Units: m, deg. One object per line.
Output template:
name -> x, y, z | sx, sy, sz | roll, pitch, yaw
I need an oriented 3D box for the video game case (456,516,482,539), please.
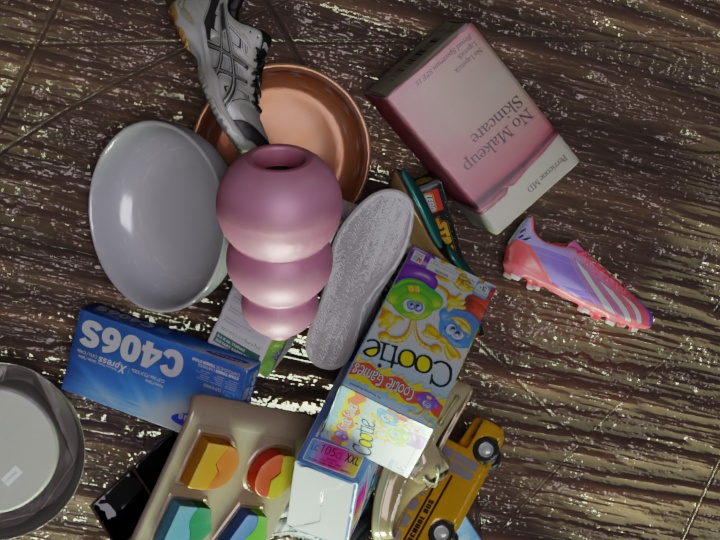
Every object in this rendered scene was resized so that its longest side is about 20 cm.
video game case -> 0.096, 0.409, 1.828 | 0.181, 0.045, 0.200 | -35, 105, -5

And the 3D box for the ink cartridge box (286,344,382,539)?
ink cartridge box -> -0.005, 0.178, 1.681 | 0.076, 0.200, 0.137 | 19, 141, 8

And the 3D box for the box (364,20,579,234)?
box -> 0.121, -0.158, 1.694 | 0.128, 0.109, 0.200 | -42, 105, -3

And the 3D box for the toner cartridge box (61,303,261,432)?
toner cartridge box -> -0.215, 0.112, 1.661 | 0.200, 0.043, 0.095 | 18, 104, 12

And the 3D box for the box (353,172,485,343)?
box -> 0.049, 0.007, 1.726 | 0.137, 0.040, 0.200 | -21, 116, -8

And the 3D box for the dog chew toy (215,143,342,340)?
dog chew toy -> -0.080, -0.021, 1.531 | 0.124, 0.125, 0.200 | -5, 119, -11

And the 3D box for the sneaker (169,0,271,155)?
sneaker -> -0.127, -0.212, 1.612 | 0.087, 0.076, 0.200 | -24, 78, 0

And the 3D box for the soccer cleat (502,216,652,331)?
soccer cleat -> 0.257, 0.008, 1.779 | 0.200, 0.067, 0.077 | 24, 90, -12

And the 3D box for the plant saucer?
plant saucer -> -0.089, -0.128, 1.693 | 0.200, 0.037, 0.201 | -2, 100, -12

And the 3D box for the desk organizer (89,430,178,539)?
desk organizer -> -0.203, 0.233, 1.719 | 0.200, 0.072, 0.077 | -42, 103, -2

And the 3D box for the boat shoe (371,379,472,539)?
boat shoe -> 0.067, 0.209, 1.715 | 0.065, 0.072, 0.200 | 19, 73, 13

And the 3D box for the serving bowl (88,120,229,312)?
serving bowl -> -0.195, -0.059, 1.628 | 0.066, 0.200, 0.201 | -12, 107, -51

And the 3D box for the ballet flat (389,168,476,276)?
ballet flat -> 0.070, -0.019, 1.666 | 0.063, 0.069, 0.200 | -30, 116, 12

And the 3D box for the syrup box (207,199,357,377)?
syrup box -> -0.084, 0.004, 1.651 | 0.079, 0.081, 0.200 | 29, 119, 5

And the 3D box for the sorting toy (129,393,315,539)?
sorting toy -> -0.140, 0.237, 1.628 | 0.185, 0.036, 0.200 | 16, 98, -45

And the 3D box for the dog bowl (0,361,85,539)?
dog bowl -> -0.399, 0.189, 1.675 | 0.199, 0.059, 0.201 | -2, 101, -11

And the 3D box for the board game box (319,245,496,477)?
board game box -> 0.051, 0.093, 1.604 | 0.103, 0.105, 0.200 | 26, 52, 3

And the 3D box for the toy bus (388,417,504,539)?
toy bus -> 0.092, 0.258, 1.767 | 0.078, 0.065, 0.200 | 26, 79, 14

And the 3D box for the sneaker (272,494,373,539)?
sneaker -> -0.068, 0.295, 1.754 | 0.200, 0.075, 0.114 | -20, 101, -10

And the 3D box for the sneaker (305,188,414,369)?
sneaker -> 0.000, 0.000, 1.631 | 0.074, 0.116, 0.200 | 26, 100, 2
